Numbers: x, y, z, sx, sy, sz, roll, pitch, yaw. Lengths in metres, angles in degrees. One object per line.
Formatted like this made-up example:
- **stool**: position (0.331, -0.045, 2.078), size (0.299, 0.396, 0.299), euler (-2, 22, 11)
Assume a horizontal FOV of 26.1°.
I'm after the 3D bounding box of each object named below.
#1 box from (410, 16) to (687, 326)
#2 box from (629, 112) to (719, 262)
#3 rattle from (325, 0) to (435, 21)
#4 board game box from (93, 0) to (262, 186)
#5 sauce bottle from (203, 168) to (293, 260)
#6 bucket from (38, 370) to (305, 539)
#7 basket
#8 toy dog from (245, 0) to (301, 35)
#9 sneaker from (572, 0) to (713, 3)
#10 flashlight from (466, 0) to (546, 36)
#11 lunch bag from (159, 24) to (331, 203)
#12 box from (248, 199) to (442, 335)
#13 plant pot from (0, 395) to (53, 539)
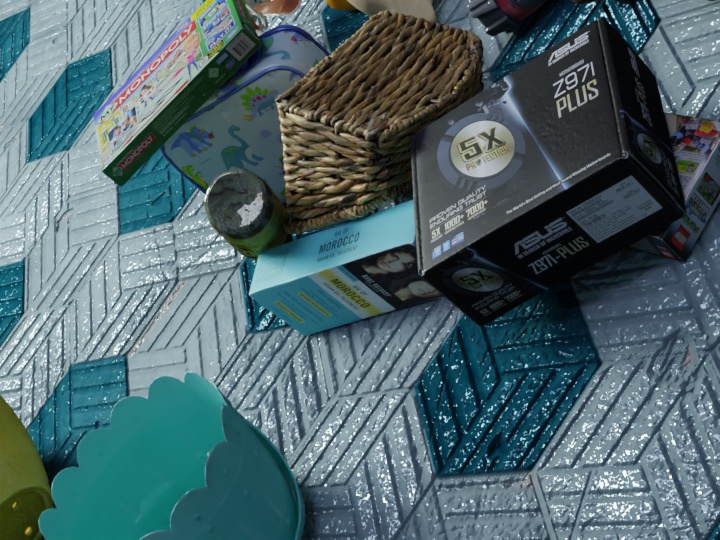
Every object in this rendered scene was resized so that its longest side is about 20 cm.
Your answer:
- **box**: position (0.144, -0.077, 1.241), size (0.199, 0.086, 0.164), euler (-30, 39, 28)
- **box**: position (0.211, -0.079, 1.272), size (0.200, 0.035, 0.110), euler (18, 73, 53)
- **rattle**: position (0.014, -0.259, 1.633), size (0.143, 0.130, 0.201), euler (-39, 62, 34)
- **board game box**: position (-0.186, -0.188, 1.550), size (0.200, 0.029, 0.135), euler (-44, 31, 12)
- **sauce bottle**: position (-0.098, -0.044, 1.470), size (0.064, 0.200, 0.065), euler (-2, 79, 8)
- **bucket**: position (-0.153, 0.205, 1.315), size (0.206, 0.135, 0.208), euler (-29, 33, 21)
- **basket**: position (0.031, -0.121, 1.422), size (0.142, 0.150, 0.200), euler (19, 42, 25)
- **toy dog**: position (-0.083, -0.246, 1.698), size (0.132, 0.096, 0.201), euler (118, 139, -66)
- **sneaker**: position (0.261, -0.274, 1.357), size (0.199, 0.078, 0.113), euler (-28, 39, 29)
- **flashlight**: position (0.191, -0.295, 1.460), size (0.199, 0.068, 0.068), euler (-28, 30, 33)
- **lunch bag**: position (-0.097, -0.152, 1.574), size (0.199, 0.161, 0.083), euler (-28, 41, 31)
- **box**: position (0.000, 0.000, 1.397), size (0.199, 0.082, 0.049), euler (-18, 47, 39)
- **plant pot**: position (-0.394, 0.225, 1.568), size (0.142, 0.200, 0.201), euler (29, 80, 28)
